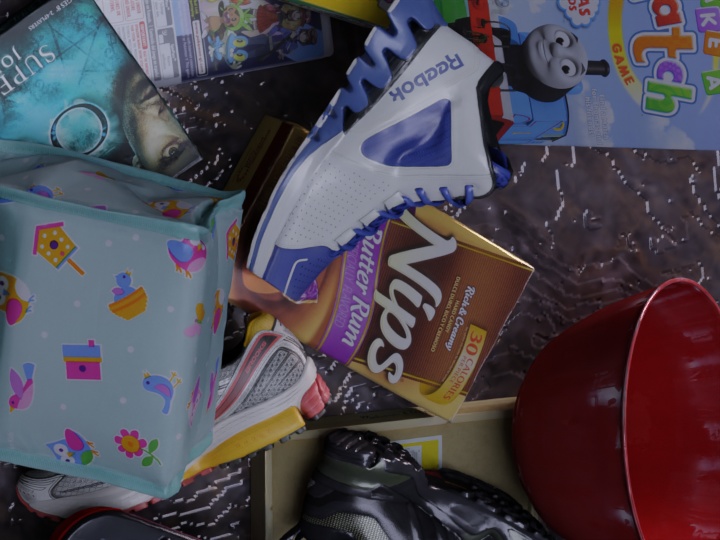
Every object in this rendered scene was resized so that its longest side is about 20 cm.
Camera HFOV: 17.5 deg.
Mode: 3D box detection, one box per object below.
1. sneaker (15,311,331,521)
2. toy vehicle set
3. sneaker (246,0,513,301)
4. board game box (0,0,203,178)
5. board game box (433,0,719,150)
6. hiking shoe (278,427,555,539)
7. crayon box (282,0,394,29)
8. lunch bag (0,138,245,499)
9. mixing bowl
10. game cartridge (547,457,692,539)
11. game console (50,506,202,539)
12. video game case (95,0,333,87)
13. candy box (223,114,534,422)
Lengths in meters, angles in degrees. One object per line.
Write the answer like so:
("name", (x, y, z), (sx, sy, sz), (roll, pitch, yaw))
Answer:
("sneaker", (-0.122, 0.090, 1.430), (0.199, 0.078, 0.082), (-27, 99, 0))
("toy vehicle set", (0.024, 0.155, 1.543), (0.199, 0.026, 0.125), (-4, 103, -23))
("sneaker", (0.023, -0.057, 1.373), (0.115, 0.081, 0.200), (32, 100, 3))
("board game box", (-0.210, -0.062, 1.376), (0.200, 0.028, 0.136), (-36, 113, -3))
("board game box", (0.128, -0.148, 1.369), (0.037, 0.199, 0.152), (-45, 133, -56))
("hiking shoe", (0.044, 0.180, 1.510), (0.199, 0.076, 0.101), (28, 98, -17))
("crayon box", (0.011, -0.237, 1.417), (0.199, 0.058, 0.173), (13, 94, -36))
("lunch bag", (-0.179, 0.021, 1.328), (0.199, 0.122, 0.171), (12, 109, 8))
("mixing bowl", (0.169, 0.108, 1.531), (0.200, 0.108, 0.201), (10, 78, -57))
("game cartridge", (0.219, 0.233, 1.643), (0.129, 0.038, 0.201), (-29, 111, -20))
("game console", (-0.134, 0.253, 1.398), (0.176, 0.031, 0.201), (24, 88, -24))
("video game case", (-0.112, -0.213, 1.407), (0.181, 0.023, 0.201), (-12, 105, -21))
("candy box", (0.000, 0.000, 1.484), (0.199, 0.056, 0.117), (29, 88, -27))
